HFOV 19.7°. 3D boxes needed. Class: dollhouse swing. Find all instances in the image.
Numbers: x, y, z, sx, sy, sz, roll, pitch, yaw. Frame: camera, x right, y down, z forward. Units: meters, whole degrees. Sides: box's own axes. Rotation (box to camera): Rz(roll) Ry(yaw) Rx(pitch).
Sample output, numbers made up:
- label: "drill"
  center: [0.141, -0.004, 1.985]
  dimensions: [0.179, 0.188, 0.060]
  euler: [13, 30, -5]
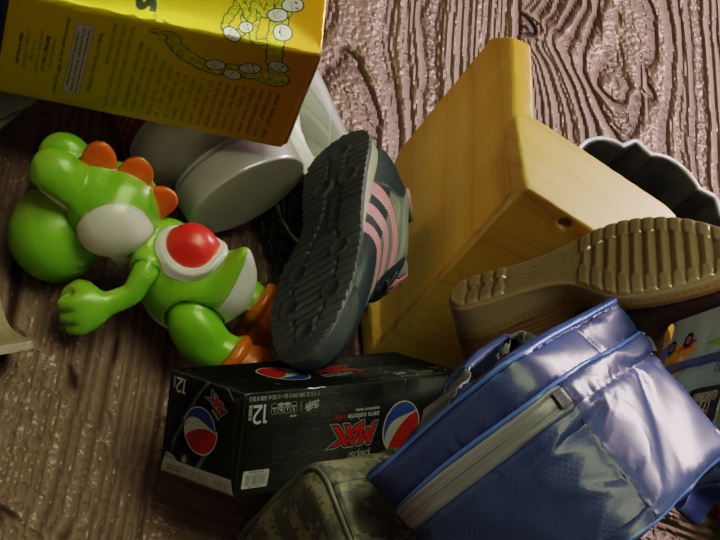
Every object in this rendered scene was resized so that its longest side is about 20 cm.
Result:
- label: "dollhouse swing"
  center: [0.112, -0.022, 1.392]
  dimensions: [0.182, 0.200, 0.176]
  euler: [32, 41, -9]

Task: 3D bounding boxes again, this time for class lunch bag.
- label: "lunch bag"
  center: [0.105, 0.096, 1.155]
  dimensions: [0.132, 0.136, 0.200]
  euler: [54, 27, 6]
- label: "lunch bag"
  center: [0.045, 0.206, 1.212]
  dimensions: [0.168, 0.139, 0.200]
  euler: [-8, 62, -35]
- label: "lunch bag"
  center: [0.252, 0.085, 1.353]
  dimensions: [0.094, 0.151, 0.200]
  euler: [43, 59, -18]

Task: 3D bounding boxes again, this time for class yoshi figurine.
- label: "yoshi figurine"
  center: [-0.141, 0.001, 1.300]
  dimensions: [0.200, 0.112, 0.112]
  euler: [44, 84, -16]

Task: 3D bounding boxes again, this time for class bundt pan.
- label: "bundt pan"
  center: [0.187, 0.009, 1.493]
  dimensions: [0.202, 0.076, 0.202]
  euler: [17, 55, -26]

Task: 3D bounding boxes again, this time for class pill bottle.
- label: "pill bottle"
  center: [-0.120, -0.130, 1.381]
  dimensions: [0.112, 0.112, 0.200]
  euler: [-14, 66, -40]

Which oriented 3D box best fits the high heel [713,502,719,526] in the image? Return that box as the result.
- label: "high heel"
  center: [0.301, 0.117, 1.480]
  dimensions: [0.067, 0.096, 0.200]
  euler: [22, 47, -18]

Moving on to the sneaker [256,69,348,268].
- label: "sneaker"
  center: [-0.039, -0.086, 1.438]
  dimensions: [0.079, 0.074, 0.200]
  euler: [7, 59, -41]

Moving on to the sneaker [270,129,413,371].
- label: "sneaker"
  center: [0.000, 0.000, 1.308]
  dimensions: [0.082, 0.070, 0.200]
  euler: [48, 37, -30]

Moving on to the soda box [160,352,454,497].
- label: "soda box"
  center: [-0.025, 0.091, 1.266]
  dimensions: [0.200, 0.071, 0.063]
  euler: [-1, 101, -47]

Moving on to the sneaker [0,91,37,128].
- label: "sneaker"
  center: [-0.273, -0.099, 1.301]
  dimensions: [0.200, 0.072, 0.072]
  euler: [-36, 109, -33]

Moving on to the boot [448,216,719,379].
- label: "boot"
  center: [0.167, 0.054, 1.280]
  dimensions: [0.166, 0.200, 0.072]
  euler: [58, 35, -33]

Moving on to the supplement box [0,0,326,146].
- label: "supplement box"
  center: [-0.126, -0.165, 1.269]
  dimensions: [0.200, 0.110, 0.109]
  euler: [10, 61, -10]

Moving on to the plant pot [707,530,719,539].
- label: "plant pot"
  center: [0.303, 0.198, 1.296]
  dimensions: [0.200, 0.190, 0.200]
  euler: [41, 8, -7]

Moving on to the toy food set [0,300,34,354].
- label: "toy food set"
  center: [-0.275, -0.040, 1.207]
  dimensions: [0.143, 0.060, 0.200]
  euler: [-9, 86, -36]
